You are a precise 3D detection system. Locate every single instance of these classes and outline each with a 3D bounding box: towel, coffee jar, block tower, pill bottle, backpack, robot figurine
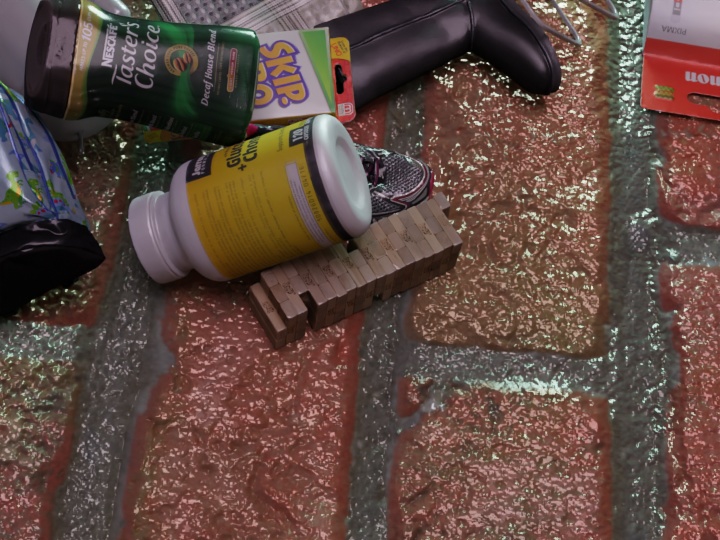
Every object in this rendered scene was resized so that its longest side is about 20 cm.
[{"bbox_3d":[-0.114,-0.295,1.655,0.199,0.035,0.193,-29,88,-21],"label":"towel"},{"bbox_3d":[-0.192,-0.174,1.477,0.199,0.085,0.105,7,81,-14],"label":"coffee jar"},{"bbox_3d":[0.000,0.000,1.527,0.199,0.054,0.058,-26,67,-18],"label":"block tower"},{"bbox_3d":[-0.098,-0.056,1.485,0.199,0.112,0.113,-18,61,15],"label":"pill bottle"},{"bbox_3d":[-0.330,-0.078,1.472,0.162,0.154,0.201,-23,59,16],"label":"backpack"},{"bbox_3d":[-0.291,-0.201,1.573,0.170,0.113,0.200,-45,71,8],"label":"robot figurine"}]

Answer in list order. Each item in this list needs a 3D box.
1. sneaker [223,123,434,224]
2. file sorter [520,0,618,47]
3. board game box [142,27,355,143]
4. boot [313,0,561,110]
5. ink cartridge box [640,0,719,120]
[{"bbox_3d":[-0.030,-0.089,1.561,0.199,0.075,0.081,5,61,-4],"label":"sneaker"},{"bbox_3d":[0.236,-0.327,1.635,0.200,0.139,0.125,-37,70,21],"label":"file sorter"},{"bbox_3d":[-0.106,-0.175,1.587,0.198,0.030,0.096,-5,65,-2],"label":"board game box"},{"bbox_3d":[0.072,-0.204,1.639,0.199,0.066,0.165,-21,57,-20],"label":"boot"},{"bbox_3d":[0.366,-0.244,1.703,0.161,0.050,0.201,9,57,0],"label":"ink cartridge box"}]
